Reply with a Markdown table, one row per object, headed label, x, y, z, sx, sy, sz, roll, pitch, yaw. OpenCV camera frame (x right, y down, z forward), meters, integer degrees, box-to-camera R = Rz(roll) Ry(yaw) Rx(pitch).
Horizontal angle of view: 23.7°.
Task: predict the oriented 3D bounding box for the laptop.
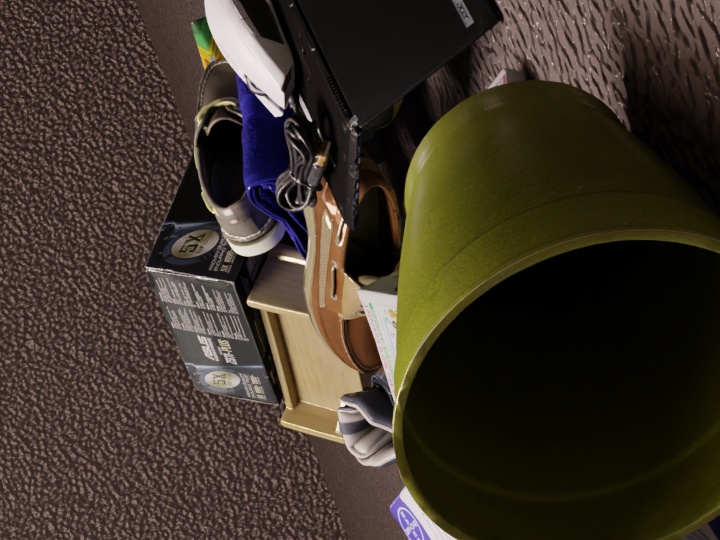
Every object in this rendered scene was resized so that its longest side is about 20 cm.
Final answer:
| label | x | y | z | sx | sy | sz | roll | pitch | yaw |
| --- | --- | --- | --- | --- | --- | --- | --- | --- | --- |
| laptop | 0.007 | -0.163 | 1.192 | 0.201 | 0.102 | 0.179 | 93 | 155 | -60 |

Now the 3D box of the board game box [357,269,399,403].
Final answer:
| label | x | y | z | sx | sy | sz | roll | pitch | yaw |
| --- | --- | --- | --- | --- | --- | --- | --- | --- | --- |
| board game box | 0.091 | 0.077 | 1.215 | 0.199 | 0.064 | 0.149 | 9 | 120 | 58 |

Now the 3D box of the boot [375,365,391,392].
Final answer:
| label | x | y | z | sx | sy | sz | roll | pitch | yaw |
| --- | --- | --- | --- | --- | --- | --- | --- | --- | --- |
| boot | 0.113 | 0.112 | 1.371 | 0.200 | 0.097 | 0.075 | 42 | 175 | -18 |

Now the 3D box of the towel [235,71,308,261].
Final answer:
| label | x | y | z | sx | sy | sz | roll | pitch | yaw |
| --- | --- | --- | --- | --- | --- | --- | --- | --- | --- |
| towel | -0.048 | -0.104 | 1.393 | 0.148 | 0.049 | 0.202 | 50 | -156 | -46 |

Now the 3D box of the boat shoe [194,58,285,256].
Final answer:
| label | x | y | z | sx | sy | sz | roll | pitch | yaw |
| --- | --- | --- | --- | --- | --- | --- | --- | --- | --- |
| boat shoe | -0.104 | -0.108 | 1.427 | 0.060 | 0.071 | 0.203 | 57 | -163 | -51 |

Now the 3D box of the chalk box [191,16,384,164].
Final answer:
| label | x | y | z | sx | sy | sz | roll | pitch | yaw |
| --- | --- | --- | --- | --- | --- | --- | --- | --- | --- |
| chalk box | -0.060 | -0.153 | 1.591 | 0.201 | 0.123 | 0.126 | -120 | 12 | -45 |

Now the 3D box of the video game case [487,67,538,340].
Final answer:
| label | x | y | z | sx | sy | sz | roll | pitch | yaw |
| --- | --- | --- | --- | --- | --- | --- | --- | --- | --- |
| video game case | 0.067 | -0.006 | 1.067 | 0.143 | 0.018 | 0.202 | 129 | 149 | -48 |

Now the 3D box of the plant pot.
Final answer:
| label | x | y | z | sx | sy | sz | roll | pitch | yaw |
| --- | --- | --- | --- | --- | --- | --- | --- | --- | --- |
| plant pot | 0.100 | 0.006 | 0.863 | 0.194 | 0.198 | 0.202 | -103 | -1 | -52 |

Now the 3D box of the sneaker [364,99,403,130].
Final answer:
| label | x | y | z | sx | sy | sz | roll | pitch | yaw |
| --- | --- | --- | --- | --- | --- | --- | --- | --- | --- |
| sneaker | -0.005 | -0.175 | 1.407 | 0.091 | 0.077 | 0.201 | 68 | -179 | -47 |

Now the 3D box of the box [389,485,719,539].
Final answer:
| label | x | y | z | sx | sy | sz | roll | pitch | yaw |
| --- | --- | --- | --- | --- | --- | --- | --- | --- | --- |
| box | 0.126 | 0.165 | 1.042 | 0.185 | 0.104 | 0.200 | 55 | 155 | 13 |

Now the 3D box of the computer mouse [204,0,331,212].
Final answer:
| label | x | y | z | sx | sy | sz | roll | pitch | yaw |
| --- | --- | --- | --- | --- | --- | --- | --- | --- | --- |
| computer mouse | -0.074 | -0.146 | 1.228 | 0.110 | 0.043 | 0.202 | 109 | 141 | -72 |

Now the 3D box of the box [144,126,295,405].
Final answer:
| label | x | y | z | sx | sy | sz | roll | pitch | yaw |
| --- | --- | --- | --- | --- | --- | --- | --- | --- | --- |
| box | -0.104 | -0.005 | 1.522 | 0.201 | 0.085 | 0.165 | 75 | -151 | -54 |

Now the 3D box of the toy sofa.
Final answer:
| label | x | y | z | sx | sy | sz | roll | pitch | yaw |
| --- | --- | --- | --- | --- | --- | --- | --- | --- | --- |
| toy sofa | -0.031 | 0.055 | 1.499 | 0.201 | 0.082 | 0.098 | 78 | -150 | -51 |

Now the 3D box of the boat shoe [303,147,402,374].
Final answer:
| label | x | y | z | sx | sy | sz | roll | pitch | yaw |
| --- | --- | --- | --- | --- | --- | --- | --- | --- | --- |
| boat shoe | 0.000 | 0.000 | 1.315 | 0.074 | 0.075 | 0.202 | 40 | 149 | 46 |

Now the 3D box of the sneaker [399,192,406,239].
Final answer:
| label | x | y | z | sx | sy | sz | roll | pitch | yaw |
| --- | --- | --- | --- | --- | --- | --- | --- | --- | --- |
| sneaker | 0.063 | -0.009 | 1.336 | 0.200 | 0.074 | 0.085 | 97 | 150 | -71 |

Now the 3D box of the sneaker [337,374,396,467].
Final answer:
| label | x | y | z | sx | sy | sz | roll | pitch | yaw |
| --- | --- | --- | --- | --- | --- | --- | --- | --- | --- |
| sneaker | 0.038 | 0.091 | 1.491 | 0.203 | 0.145 | 0.078 | -123 | 13 | -59 |
